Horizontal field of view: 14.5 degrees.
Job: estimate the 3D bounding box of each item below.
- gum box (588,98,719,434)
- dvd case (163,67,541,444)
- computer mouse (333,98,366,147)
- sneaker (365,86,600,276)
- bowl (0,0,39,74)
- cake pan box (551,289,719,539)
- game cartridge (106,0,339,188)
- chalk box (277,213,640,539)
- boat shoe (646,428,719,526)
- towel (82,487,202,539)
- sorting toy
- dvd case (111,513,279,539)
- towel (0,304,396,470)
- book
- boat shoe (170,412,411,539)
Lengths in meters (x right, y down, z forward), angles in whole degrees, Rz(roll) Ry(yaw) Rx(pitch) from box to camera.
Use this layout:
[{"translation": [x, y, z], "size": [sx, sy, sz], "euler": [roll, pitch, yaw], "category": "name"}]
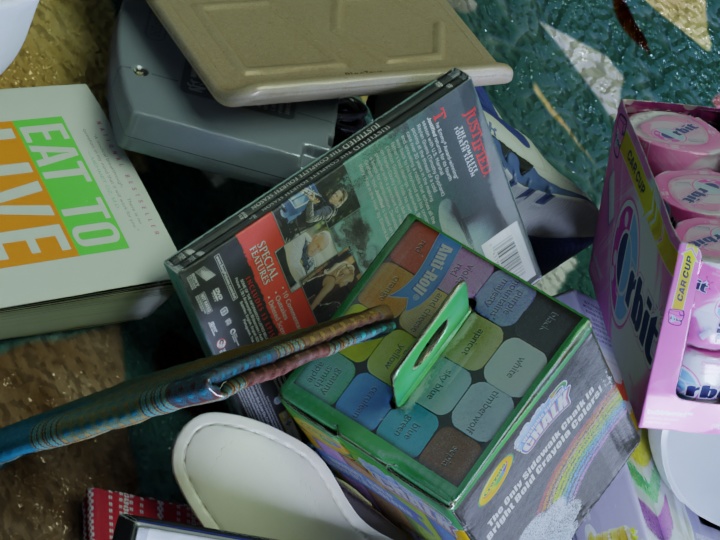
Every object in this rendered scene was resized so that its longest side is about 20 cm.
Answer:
[{"translation": [0.182, -0.002, 1.579], "size": [0.066, 0.114, 0.200], "euler": [5, 27, -8], "category": "gum box"}, {"translation": [0.000, 0.000, 1.545], "size": [0.200, 0.022, 0.146], "euler": [-34, 126, -16], "category": "dvd case"}, {"translation": [-0.003, -0.023, 1.656], "size": [0.109, 0.044, 0.201], "euler": [-10, 67, -52], "category": "computer mouse"}, {"translation": [0.068, -0.075, 1.670], "size": [0.199, 0.080, 0.116], "euler": [30, 33, -54], "category": "sneaker"}, {"translation": [-0.255, -0.127, 1.417], "size": [0.200, 0.091, 0.201], "euler": [10, 21, -4], "category": "bowl"}, {"translation": [0.166, 0.119, 1.688], "size": [0.200, 0.052, 0.185], "euler": [28, 45, -61], "category": "cake pan box"}, {"translation": [-0.075, -0.120, 1.599], "size": [0.133, 0.041, 0.200], "euler": [18, 36, -8], "category": "game cartridge"}, {"translation": [0.048, 0.066, 1.469], "size": [0.125, 0.124, 0.200], "euler": [-51, 151, -13], "category": "chalk box"}, {"translation": [0.214, 0.108, 1.676], "size": [0.200, 0.071, 0.070], "euler": [40, 6, -46], "category": "boat shoe"}, {"translation": [-0.062, 0.198, 1.486], "size": [0.199, 0.022, 0.145], "euler": [17, 55, -36], "category": "towel"}, {"translation": [-0.036, -0.147, 1.600], "size": [0.184, 0.037, 0.200], "euler": [-7, 39, -31], "category": "sorting toy"}, {"translation": [-0.053, 0.210, 1.421], "size": [0.199, 0.025, 0.151], "euler": [14, 90, -35], "category": "dvd case"}, {"translation": [-0.095, 0.062, 1.406], "size": [0.146, 0.199, 0.022], "euler": [-21, 93, -48], "category": "towel"}, {"translation": [-0.201, -0.031, 1.480], "size": [0.199, 0.048, 0.134], "euler": [-9, 67, -46], "category": "book"}, {"translation": [-0.025, 0.140, 1.495], "size": [0.200, 0.059, 0.072], "euler": [36, 83, -19], "category": "boat shoe"}]
